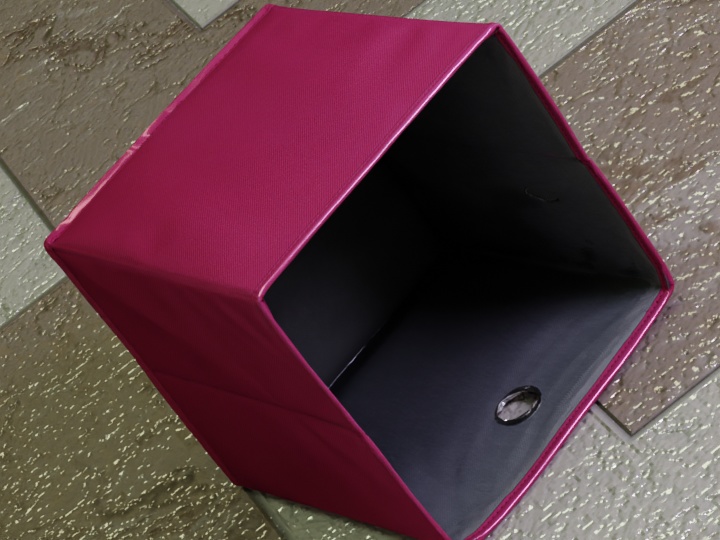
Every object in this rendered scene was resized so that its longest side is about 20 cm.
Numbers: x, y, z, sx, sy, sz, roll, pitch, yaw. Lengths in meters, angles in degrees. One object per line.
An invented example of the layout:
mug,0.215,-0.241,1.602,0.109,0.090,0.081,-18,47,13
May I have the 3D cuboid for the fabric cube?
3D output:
fabric cube,0.000,0.000,1.510,0.199,0.200,0.196,10,54,52
